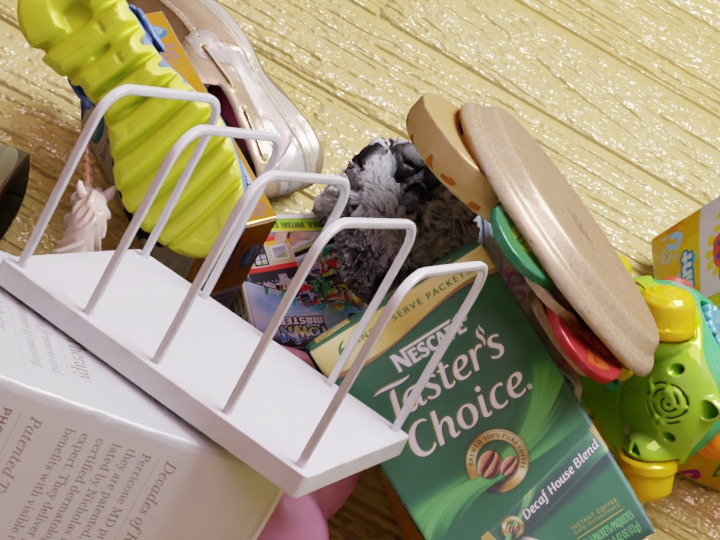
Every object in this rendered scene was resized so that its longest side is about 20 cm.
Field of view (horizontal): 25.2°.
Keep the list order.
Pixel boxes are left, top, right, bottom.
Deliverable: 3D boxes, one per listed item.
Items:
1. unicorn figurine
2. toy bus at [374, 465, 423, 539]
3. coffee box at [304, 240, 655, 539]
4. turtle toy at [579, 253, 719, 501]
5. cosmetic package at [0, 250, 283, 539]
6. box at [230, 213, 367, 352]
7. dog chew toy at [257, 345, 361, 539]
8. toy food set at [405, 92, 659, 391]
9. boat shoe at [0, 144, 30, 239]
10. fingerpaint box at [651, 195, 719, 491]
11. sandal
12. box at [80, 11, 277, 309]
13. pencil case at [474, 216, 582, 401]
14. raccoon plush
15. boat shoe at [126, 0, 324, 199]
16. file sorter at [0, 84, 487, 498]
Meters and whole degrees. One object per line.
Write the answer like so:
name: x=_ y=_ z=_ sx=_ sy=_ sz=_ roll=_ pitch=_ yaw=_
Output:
unicorn figurine: x=-0.206 y=0.029 z=0.969 sx=0.074 sy=0.137 sz=0.200 roll=33 pitch=50 yaw=9
toy bus: x=0.070 y=0.159 z=1.036 sx=0.078 sy=0.065 sz=0.200 roll=-10 pitch=62 yaw=-27
coffee box: x=0.069 y=0.097 z=0.940 sx=0.123 sy=0.044 sz=0.200 roll=-30 pitch=95 yaw=-2
turtle toy: x=0.195 y=0.059 z=1.097 sx=0.101 sy=0.146 sz=0.200 roll=-4 pitch=20 yaw=-22
cosmetic package: x=-0.178 y=0.103 z=0.849 sx=0.200 sy=0.167 sz=0.167 roll=22 pitch=15 yaw=-28
box: x=0.007 y=0.013 z=1.129 sx=0.200 sy=0.035 sz=0.110 roll=-2 pitch=59 yaw=-23
dog chew toy: x=-0.069 y=0.146 z=0.962 sx=0.124 sy=0.125 sz=0.200 roll=19 pitch=61 yaw=-8
toy food set: x=0.110 y=-0.014 z=0.951 sx=0.198 sy=0.049 sz=0.200 roll=61 pitch=14 yaw=25
boat shoe: x=-0.277 y=-0.015 z=1.016 sx=0.063 sy=0.073 sz=0.201 roll=22 pitch=49 yaw=3
fingerpaint box: x=0.293 y=0.034 z=1.139 sx=0.073 sy=0.167 sz=0.200 roll=25 pitch=49 yaw=-27
sandal: x=-0.130 y=-0.099 z=0.988 sx=0.079 sy=0.087 sz=0.200 roll=-29 pitch=90 yaw=4
box: x=-0.130 y=-0.077 z=1.082 sx=0.041 sy=0.119 sz=0.200 roll=-14 pitch=64 yaw=-31
pencil case: x=0.095 y=0.022 z=1.058 sx=0.091 sy=0.083 sz=0.200 roll=42 pitch=31 yaw=-27
raccoon plush: x=0.000 y=0.000 z=1.055 sx=0.097 sy=0.134 sz=0.200 roll=28 pitch=68 yaw=-13
boat shoe: x=-0.111 y=-0.131 z=1.156 sx=0.200 sy=0.074 sz=0.069 roll=48 pitch=48 yaw=13
file sorter: x=-0.056 y=0.002 z=0.845 sx=0.200 sy=0.125 sz=0.139 roll=33 pitch=14 yaw=18
